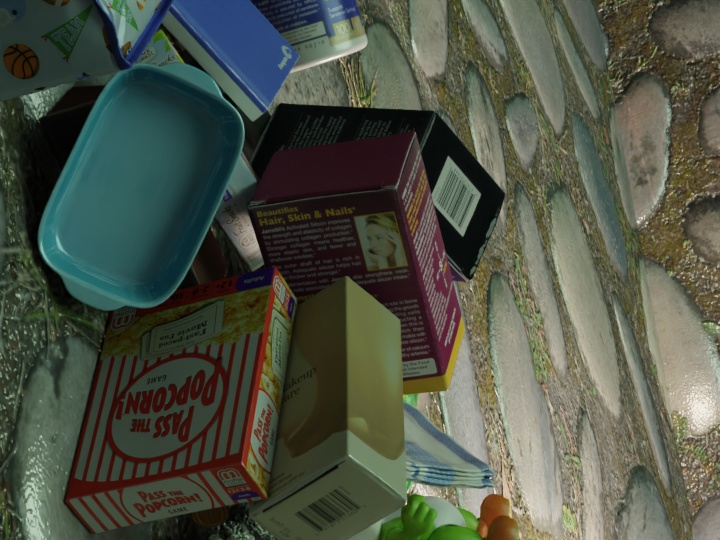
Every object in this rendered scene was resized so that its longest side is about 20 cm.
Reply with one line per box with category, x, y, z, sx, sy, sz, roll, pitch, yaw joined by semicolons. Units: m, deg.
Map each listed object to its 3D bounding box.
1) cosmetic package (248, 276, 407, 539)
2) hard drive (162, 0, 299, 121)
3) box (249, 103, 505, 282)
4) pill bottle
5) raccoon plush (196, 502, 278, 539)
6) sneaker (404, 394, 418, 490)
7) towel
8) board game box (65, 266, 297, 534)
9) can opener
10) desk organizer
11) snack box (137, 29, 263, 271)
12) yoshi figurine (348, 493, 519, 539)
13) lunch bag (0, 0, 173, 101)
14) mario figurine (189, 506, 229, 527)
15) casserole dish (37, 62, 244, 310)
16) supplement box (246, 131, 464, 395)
cosmetic package;-0.025;0.111;1.401;0.071;0.105;0.200;41;27;-30
hard drive;-0.144;-0.243;1.682;0.200;0.025;0.132;47;28;-14
box;0.011;-0.076;1.739;0.148;0.200;0.105;44;61;-43
pill bottle;-0.076;-0.311;1.880;0.120;0.119;0.201;-42;116;-68
raccoon plush;-0.108;0.200;1.506;0.134;0.097;0.200;7;34;-31
sneaker;0.020;0.163;1.738;0.084;0.074;0.200;64;31;-44
towel;0.009;0.141;1.576;0.200;0.147;0.024;12;107;-43
board game box;-0.135;0.098;1.402;0.200;0.151;0.046;-84;152;-44
can opener;-0.127;-0.153;1.758;0.067;0.053;0.200;-55;137;-19
desk organizer;-0.182;-0.059;1.497;0.077;0.072;0.200;-69;141;-61
snack box;-0.130;-0.099;1.557;0.142;0.053;0.200;56;-3;23
yoshi figurine;0.036;0.202;1.579;0.113;0.199;0.112;106;-9;-53
lunch bag;-0.230;-0.217;1.329;0.200;0.170;0.124;-67;143;-57
mario figurine;-0.111;0.127;1.491;0.200;0.123;0.106;-110;-149;-51
casserole dish;-0.171;-0.066;1.410;0.200;0.121;0.039;-65;-167;1
supplement box;0.000;0.000;1.525;0.103;0.131;0.200;-69;149;-57
